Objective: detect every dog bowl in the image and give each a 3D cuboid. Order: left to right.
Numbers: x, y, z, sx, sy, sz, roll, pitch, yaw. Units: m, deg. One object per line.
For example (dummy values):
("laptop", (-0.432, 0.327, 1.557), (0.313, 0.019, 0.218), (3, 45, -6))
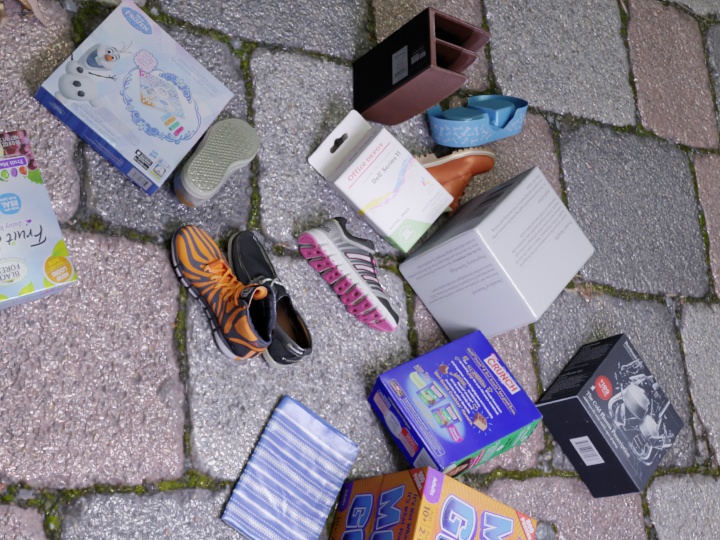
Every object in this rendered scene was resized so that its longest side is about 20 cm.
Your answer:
("dog bowl", (0.197, -0.251, 1.790), (0.199, 0.111, 0.050), (-20, 120, -39))

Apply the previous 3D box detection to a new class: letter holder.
("letter holder", (0.102, -0.307, 1.675), (0.141, 0.200, 0.101), (11, 68, -33))

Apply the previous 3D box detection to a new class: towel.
("towel", (-0.090, 0.287, 1.449), (0.145, 0.024, 0.201), (39, 56, -19))

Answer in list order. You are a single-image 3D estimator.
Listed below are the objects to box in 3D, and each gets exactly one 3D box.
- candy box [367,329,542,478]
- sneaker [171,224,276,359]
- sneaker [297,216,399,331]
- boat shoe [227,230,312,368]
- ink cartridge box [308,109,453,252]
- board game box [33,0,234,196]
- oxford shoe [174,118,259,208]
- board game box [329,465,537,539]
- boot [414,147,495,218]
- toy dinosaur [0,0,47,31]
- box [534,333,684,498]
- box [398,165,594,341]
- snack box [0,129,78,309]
("candy box", (0.139, 0.202, 1.562), (0.199, 0.077, 0.170), (-20, 62, -30))
("sneaker", (-0.171, 0.018, 1.421), (0.077, 0.112, 0.201), (-34, 96, -39))
("sneaker", (0.000, 0.000, 1.578), (0.200, 0.074, 0.087), (49, 59, -7))
("boat shoe", (-0.123, 0.033, 1.481), (0.072, 0.067, 0.201), (-17, 82, -43))
("ink cartridge box", (0.030, -0.138, 1.620), (0.200, 0.067, 0.117), (43, 87, -17))
("board game box", (-0.303, -0.238, 1.448), (0.200, 0.043, 0.200), (42, 56, -14))
("oxford shoe", (-0.204, -0.153, 1.494), (0.075, 0.058, 0.200), (42, 40, -9))
("board game box", (0.084, 0.403, 1.426), (0.199, 0.199, 0.201), (30, 59, -25))
("boot", (0.147, -0.141, 1.742), (0.199, 0.075, 0.108), (-16, 88, -31))
("toy dinosaur", (-0.480, -0.381, 1.350), (0.199, 0.086, 0.137), (10, 62, -40))
("box", (0.420, 0.244, 1.789), (0.182, 0.104, 0.201), (-42, 102, -39))
("box", (0.213, -0.018, 1.662), (0.172, 0.200, 0.199), (53, 52, -7))
("snack box", (-0.452, -0.053, 1.267), (0.168, 0.067, 0.201), (-19, 88, -39))
